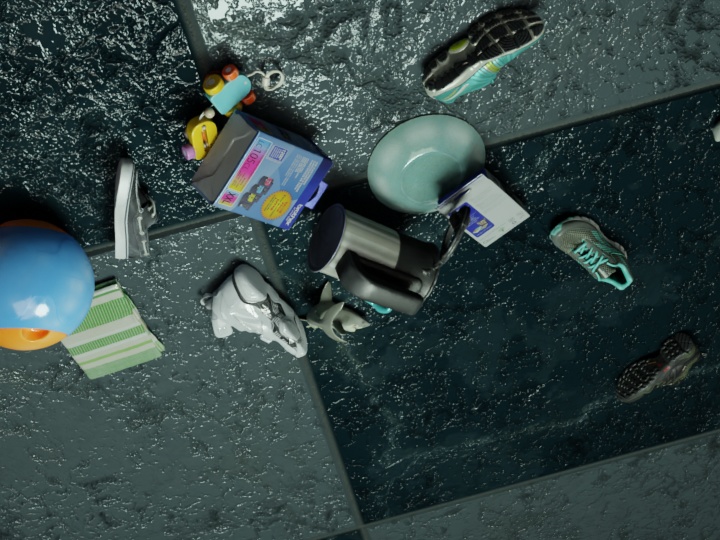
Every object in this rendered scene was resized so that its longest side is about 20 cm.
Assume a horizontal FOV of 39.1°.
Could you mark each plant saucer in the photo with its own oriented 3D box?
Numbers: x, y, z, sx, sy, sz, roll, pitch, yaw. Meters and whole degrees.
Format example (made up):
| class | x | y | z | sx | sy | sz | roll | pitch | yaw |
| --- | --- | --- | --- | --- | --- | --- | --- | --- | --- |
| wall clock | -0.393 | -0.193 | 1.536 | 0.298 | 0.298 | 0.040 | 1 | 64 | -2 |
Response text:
| class | x | y | z | sx | sy | sz | roll | pitch | yaw |
| --- | --- | --- | --- | --- | --- | --- | --- | --- | --- |
| plant saucer | 0.113 | -0.160 | 1.658 | 0.200 | 0.039 | 0.201 | -8 | 133 | -8 |

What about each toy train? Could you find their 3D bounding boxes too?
| class | x | y | z | sx | sy | sz | roll | pitch | yaw |
| --- | --- | --- | --- | --- | --- | --- | --- | --- | --- |
| toy train | -0.196 | -0.224 | 1.516 | 0.150 | 0.056 | 0.200 | -4 | 128 | -41 |

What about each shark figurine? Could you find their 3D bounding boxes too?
| class | x | y | z | sx | sy | sz | roll | pitch | yaw |
| --- | --- | --- | --- | --- | --- | --- | --- | --- | --- |
| shark figurine | -0.059 | 0.065 | 1.783 | 0.128 | 0.214 | 0.090 | 13 | 92 | 12 |

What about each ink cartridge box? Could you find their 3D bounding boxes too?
| class | x | y | z | sx | sy | sz | roll | pitch | yaw |
| --- | --- | --- | --- | --- | --- | --- | --- | --- | --- |
| ink cartridge box | -0.136 | -0.147 | 1.541 | 0.200 | 0.076 | 0.137 | 15 | 115 | -51 |
| ink cartridge box | 0.199 | -0.110 | 1.691 | 0.099 | 0.039 | 0.200 | -35 | 148 | 16 |

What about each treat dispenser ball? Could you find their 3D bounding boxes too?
| class | x | y | z | sx | sy | sz | roll | pitch | yaw |
| --- | --- | --- | --- | --- | --- | --- | --- | --- | --- |
| treat dispenser ball | -0.512 | 0.022 | 1.556 | 0.200 | 0.201 | 0.201 | -7 | 133 | -8 |

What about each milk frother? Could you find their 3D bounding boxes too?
| class | x | y | z | sx | sy | sz | roll | pitch | yaw |
| --- | --- | --- | --- | --- | --- | --- | --- | --- | --- |
| milk frother | 0.050 | -0.048 | 1.604 | 0.188 | 0.181 | 0.200 | 21 | 100 | -26 |

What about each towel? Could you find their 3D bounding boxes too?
| class | x | y | z | sx | sy | sz | roll | pitch | yaw |
| --- | --- | --- | --- | --- | --- | --- | --- | --- | --- |
| towel | -0.449 | 0.105 | 1.773 | 0.152 | 0.023 | 0.200 | -18 | 135 | 4 |

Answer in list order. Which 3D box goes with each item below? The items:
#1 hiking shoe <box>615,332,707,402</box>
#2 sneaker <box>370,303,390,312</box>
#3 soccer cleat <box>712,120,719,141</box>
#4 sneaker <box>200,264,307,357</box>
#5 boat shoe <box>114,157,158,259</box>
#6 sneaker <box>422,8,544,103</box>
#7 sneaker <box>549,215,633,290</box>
| class | x | y | z | sx | sy | sz | roll | pitch | yaw |
| --- | --- | --- | --- | --- | --- | --- | --- | --- | --- |
| hiking shoe | 0.630 | 0.221 | 2.117 | 0.200 | 0.076 | 0.101 | -41 | 125 | 21 |
| sneaker | 0.000 | 0.000 | 1.739 | 0.077 | 0.080 | 0.200 | -34 | 130 | 16 |
| soccer cleat | 0.688 | -0.226 | 1.734 | 0.200 | 0.070 | 0.086 | 19 | 141 | -26 |
| sneaker | -0.186 | 0.089 | 1.772 | 0.115 | 0.075 | 0.200 | -31 | 112 | 20 |
| boat shoe | -0.349 | -0.093 | 1.580 | 0.068 | 0.072 | 0.200 | 1 | 134 | -13 |
| sneaker | 0.186 | -0.321 | 1.521 | 0.200 | 0.078 | 0.080 | -29 | 152 | 19 |
| sneaker | 0.424 | -0.028 | 1.823 | 0.200 | 0.091 | 0.078 | 24 | 122 | -31 |
